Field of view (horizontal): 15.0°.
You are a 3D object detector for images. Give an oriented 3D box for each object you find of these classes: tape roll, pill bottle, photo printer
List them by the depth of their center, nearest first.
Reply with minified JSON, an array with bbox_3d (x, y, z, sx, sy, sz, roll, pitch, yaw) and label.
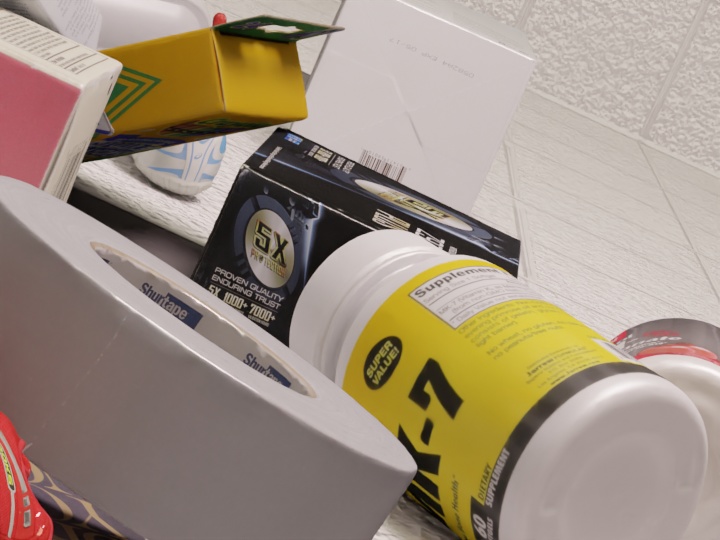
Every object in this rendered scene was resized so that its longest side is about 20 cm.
[{"bbox_3d":[-0.078,0.045,1.047,0.200,0.066,0.200,35,3,-2],"label":"tape roll"},{"bbox_3d":[0.059,0.062,1.283,0.114,0.115,0.200,16,13,-41],"label":"pill bottle"},{"bbox_3d":[0.164,0.084,1.431,0.110,0.111,0.200,25,10,4],"label":"pill bottle"},{"bbox_3d":[-0.217,-0.211,2.085,0.199,0.070,0.166,11,15,-28],"label":"photo printer"}]

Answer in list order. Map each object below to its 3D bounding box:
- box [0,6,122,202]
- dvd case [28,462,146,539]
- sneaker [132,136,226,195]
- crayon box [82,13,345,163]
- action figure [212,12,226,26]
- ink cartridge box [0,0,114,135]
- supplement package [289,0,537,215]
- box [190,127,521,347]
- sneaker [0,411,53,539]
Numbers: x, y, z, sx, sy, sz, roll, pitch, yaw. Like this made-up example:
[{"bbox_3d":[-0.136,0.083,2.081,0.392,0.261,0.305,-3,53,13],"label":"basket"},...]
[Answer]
[{"bbox_3d":[-0.236,-0.092,1.379,0.199,0.109,0.128,25,10,0],"label":"box"},{"bbox_3d":[-0.153,0.073,1.006,0.148,0.016,0.200,20,12,-29],"label":"dvd case"},{"bbox_3d":[-0.136,-0.109,1.817,0.072,0.073,0.200,17,11,-29],"label":"sneaker"},{"bbox_3d":[-0.117,-0.101,1.585,0.199,0.052,0.126,-11,-3,21],"label":"crayon box"},{"bbox_3d":[-0.124,-0.159,2.163,0.065,0.052,0.200,17,17,-13],"label":"action figure"},{"bbox_3d":[-0.242,-0.159,1.485,0.198,0.041,0.200,10,-30,28],"label":"ink cartridge box"},{"bbox_3d":[0.037,-0.136,2.132,0.151,0.151,0.200,23,10,-3],"label":"supplement package"},{"bbox_3d":[0.000,0.000,1.540,0.163,0.087,0.200,26,10,1],"label":"box"},{"bbox_3d":[-0.153,0.057,0.909,0.085,0.077,0.200,41,3,-28],"label":"sneaker"}]
